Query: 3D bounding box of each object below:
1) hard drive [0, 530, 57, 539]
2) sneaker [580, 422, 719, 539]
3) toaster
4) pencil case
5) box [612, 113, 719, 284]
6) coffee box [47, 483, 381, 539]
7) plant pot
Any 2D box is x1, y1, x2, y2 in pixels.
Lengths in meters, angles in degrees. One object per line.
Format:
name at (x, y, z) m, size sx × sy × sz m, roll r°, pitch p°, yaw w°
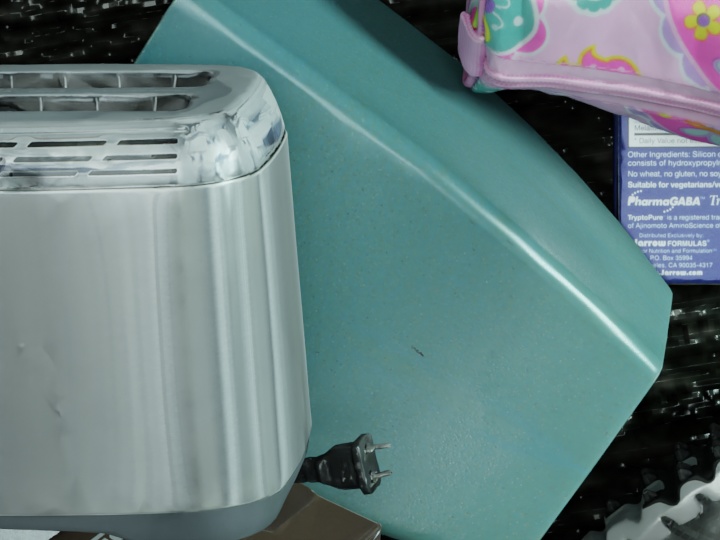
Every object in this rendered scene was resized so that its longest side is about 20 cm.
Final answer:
hard drive at (-0.108, 0.137, 1.071) m, size 0.200 × 0.033 × 0.140 m, roll 29°, pitch 95°, yaw 2°
sneaker at (0.112, 0.124, 1.040) m, size 0.200 × 0.066 × 0.091 m, roll -38°, pitch 93°, yaw 9°
toaster at (-0.092, 0.009, 0.877) m, size 0.199 × 0.114 × 0.130 m, roll 1°, pitch 106°, yaw 8°
pencil case at (0.134, -0.078, 0.982) m, size 0.199 × 0.087 × 0.088 m, roll 15°, pitch 94°, yaw 3°
box at (0.150, -0.096, 1.038) m, size 0.121 × 0.032 × 0.201 m, roll 0°, pitch 95°, yaw 4°
coffee box at (-0.059, 0.172, 0.941) m, size 0.080 × 0.113 × 0.201 m, roll 23°, pitch 127°, yaw 30°
plant pot at (0.000, 0.000, 0.995) m, size 0.200 × 0.141 × 0.141 m, roll 34°, pitch 109°, yaw -3°
